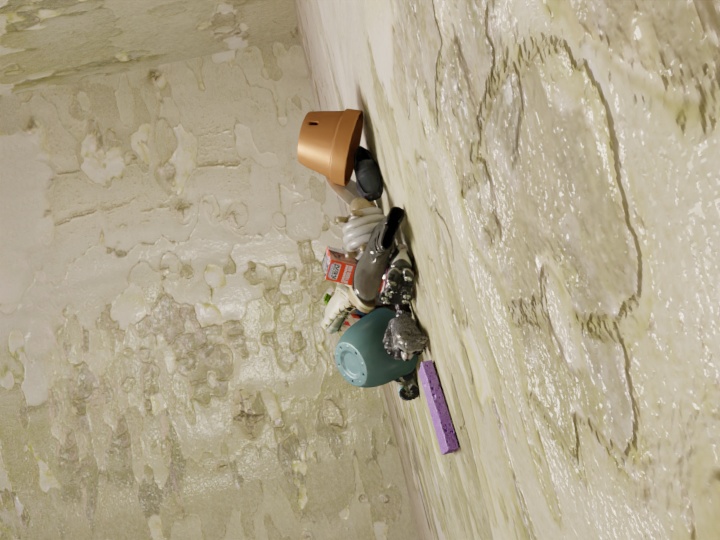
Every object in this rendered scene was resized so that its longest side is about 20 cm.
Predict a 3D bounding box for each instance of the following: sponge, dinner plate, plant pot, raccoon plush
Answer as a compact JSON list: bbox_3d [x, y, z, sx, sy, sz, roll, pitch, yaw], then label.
[{"bbox_3d":[0.177,0.315,1.207,0.112,0.030,0.201,86,170,-67],"label":"sponge"},{"bbox_3d":[-0.016,-0.220,1.496,0.200,0.024,0.200,35,-159,-15],"label":"dinner plate"},{"bbox_3d":[0.028,0.222,1.421,0.200,0.161,0.201,24,124,41],"label":"plant pot"},{"bbox_3d":[-0.082,-0.337,1.397,0.200,0.139,0.201,14,-90,-85],"label":"plant pot"},{"bbox_3d":[0.101,0.126,1.272,0.134,0.096,0.201,101,157,-62],"label":"raccoon plush"}]

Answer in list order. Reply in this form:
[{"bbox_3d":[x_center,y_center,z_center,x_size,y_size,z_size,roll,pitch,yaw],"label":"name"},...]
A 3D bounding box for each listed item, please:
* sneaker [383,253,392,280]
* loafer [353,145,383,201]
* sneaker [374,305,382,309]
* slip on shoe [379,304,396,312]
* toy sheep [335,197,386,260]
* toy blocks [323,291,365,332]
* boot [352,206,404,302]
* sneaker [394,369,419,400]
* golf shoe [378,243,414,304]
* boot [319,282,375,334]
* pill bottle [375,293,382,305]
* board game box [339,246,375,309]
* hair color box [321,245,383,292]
[{"bbox_3d":[0.059,-0.055,1.372,0.200,0.070,0.109,45,129,50],"label":"sneaker"},{"bbox_3d":[0.014,-0.252,1.365,0.201,0.068,0.071,-102,-6,-47],"label":"loafer"},{"bbox_3d":[0.090,0.169,1.656,0.077,0.073,0.201,76,180,-55],"label":"sneaker"},{"bbox_3d":[0.096,0.138,1.531,0.200,0.060,0.076,-114,12,-71],"label":"slip on shoe"},{"bbox_3d":[0.017,-0.084,1.289,0.138,0.137,0.201,108,150,-82],"label":"toy sheep"},{"bbox_3d":[-0.013,0.137,1.596,0.100,0.136,0.200,-65,-32,-31],"label":"toy blocks"},{"bbox_3d":[0.038,-0.037,1.150,0.131,0.067,0.201,129,159,-74],"label":"boot"},{"bbox_3d":[0.124,0.298,1.578,0.086,0.077,0.201,-103,2,-54],"label":"sneaker"},{"bbox_3d":[0.090,0.019,1.232,0.200,0.077,0.088,104,172,-62],"label":"golf shoe"},{"bbox_3d":[-0.041,0.110,1.437,0.155,0.072,0.200,-59,28,8],"label":"boot"},{"bbox_3d":[0.034,0.007,1.627,0.200,0.111,0.111,-108,6,-53],"label":"pill bottle"},{"bbox_3d":[-0.004,0.048,1.711,0.200,0.026,0.200,49,-163,-43],"label":"board game box"},{"bbox_3d":[0.000,0.000,1.435,0.111,0.199,0.064,-113,38,-66],"label":"hair color box"}]
